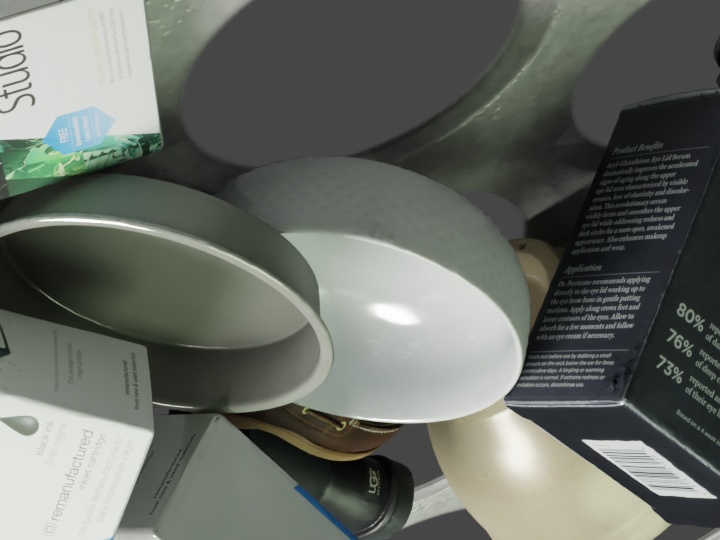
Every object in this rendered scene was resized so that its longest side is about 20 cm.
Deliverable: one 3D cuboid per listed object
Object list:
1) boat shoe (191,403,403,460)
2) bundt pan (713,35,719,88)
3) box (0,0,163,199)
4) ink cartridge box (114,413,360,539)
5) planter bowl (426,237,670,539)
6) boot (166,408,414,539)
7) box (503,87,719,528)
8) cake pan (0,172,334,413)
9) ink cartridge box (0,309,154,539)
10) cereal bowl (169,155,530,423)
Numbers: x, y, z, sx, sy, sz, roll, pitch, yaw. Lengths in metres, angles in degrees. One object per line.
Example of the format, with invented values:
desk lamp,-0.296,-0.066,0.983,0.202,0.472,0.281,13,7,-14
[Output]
boat shoe,-0.030,0.068,1.386,0.070,0.071,0.199,-35,151,29
bundt pan,0.305,-0.126,1.282,0.200,0.076,0.202,-18,154,-9
box,-0.192,-0.076,1.038,0.198,0.037,0.145,-17,153,-9
ink cartridge box,-0.112,0.157,1.320,0.146,0.085,0.199,43,151,-28
planter bowl,0.114,0.065,1.389,0.200,0.201,0.135,-34,125,23
boot,-0.087,0.143,1.485,0.167,0.077,0.199,24,148,-37
box,0.193,0.022,1.269,0.148,0.201,0.104,36,157,-29
cake pan,-0.108,0.012,1.171,0.198,0.037,0.201,10,151,6
ink cartridge box,-0.221,0.093,1.152,0.198,0.086,0.147,14,116,-19
cereal bowl,0.000,0.000,1.230,0.198,0.084,0.201,11,150,7
